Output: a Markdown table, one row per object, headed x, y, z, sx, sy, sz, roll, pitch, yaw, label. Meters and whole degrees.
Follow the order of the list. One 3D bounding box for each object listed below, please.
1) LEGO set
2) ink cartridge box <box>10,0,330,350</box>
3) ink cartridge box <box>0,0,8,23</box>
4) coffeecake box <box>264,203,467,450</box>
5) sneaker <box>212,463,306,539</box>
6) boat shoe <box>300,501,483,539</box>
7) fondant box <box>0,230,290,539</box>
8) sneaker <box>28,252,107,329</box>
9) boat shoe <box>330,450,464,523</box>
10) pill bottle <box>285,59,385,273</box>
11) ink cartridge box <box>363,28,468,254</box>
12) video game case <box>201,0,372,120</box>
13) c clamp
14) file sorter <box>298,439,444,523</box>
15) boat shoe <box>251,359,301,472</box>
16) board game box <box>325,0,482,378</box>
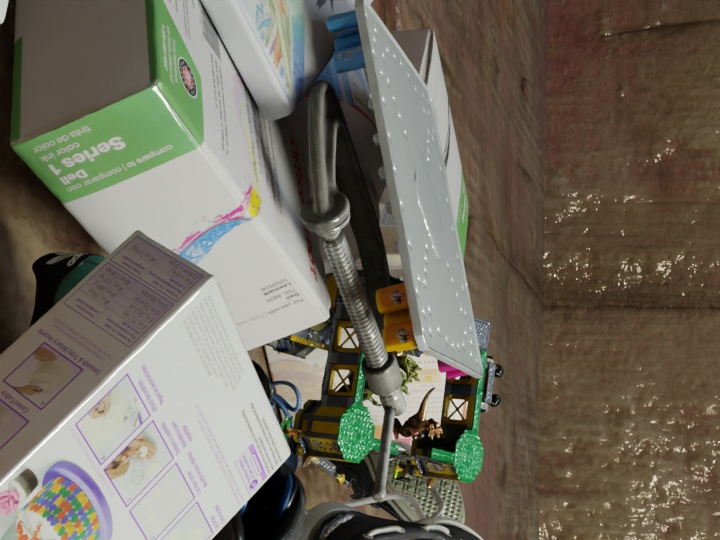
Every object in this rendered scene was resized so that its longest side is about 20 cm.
| x | y | z | sx | sy | sz | roll | pitch | yaw | label |
| --- | --- | --- | --- | --- | --- | --- | --- | --- | --- |
| -0.001 | 0.073 | 0.972 | 0.199 | 0.115 | 0.155 | 7 | 85 | -51 | LEGO set |
| -0.099 | -0.067 | 0.757 | 0.200 | 0.083 | 0.146 | 56 | 17 | -47 | ink cartridge box |
| -0.188 | -0.218 | 0.546 | 0.145 | 0.083 | 0.202 | 57 | 36 | -64 | ink cartridge box |
| 0.003 | 0.049 | 1.140 | 0.073 | 0.152 | 0.201 | -72 | 157 | -52 | coffeecake box |
| -0.068 | 0.157 | 0.897 | 0.200 | 0.072 | 0.113 | -100 | -151 | -67 | sneaker |
| 0.040 | 0.205 | 0.969 | 0.199 | 0.060 | 0.074 | 28 | 83 | -44 | boat shoe |
| -0.131 | 0.101 | 0.632 | 0.200 | 0.058 | 0.145 | -46 | 144 | -24 | fondant box |
| -0.151 | 0.084 | 0.725 | 0.071 | 0.079 | 0.202 | -16 | 127 | -59 | sneaker |
| 0.024 | 0.179 | 1.230 | 0.074 | 0.200 | 0.063 | -6 | 121 | -34 | boat shoe |
| -0.040 | -0.088 | 0.963 | 0.201 | 0.108 | 0.109 | -101 | 180 | -54 | pill bottle |
| 0.005 | -0.098 | 1.166 | 0.201 | 0.145 | 0.085 | 75 | 20 | -47 | ink cartridge box |
| -0.058 | -0.215 | 0.795 | 0.201 | 0.022 | 0.183 | 62 | 34 | -26 | video game case |
| 0.000 | 0.000 | 0.801 | 0.172 | 0.027 | 0.201 | -83 | 160 | -51 | c clamp |
| 0.001 | 0.255 | 1.098 | 0.139 | 0.123 | 0.202 | -123 | -154 | -66 | file sorter |
| -0.080 | 0.091 | 0.956 | 0.200 | 0.083 | 0.069 | 64 | 40 | -64 | boat shoe |
| 0.030 | -0.039 | 0.855 | 0.200 | 0.026 | 0.202 | 33 | 46 | -73 | board game box |
